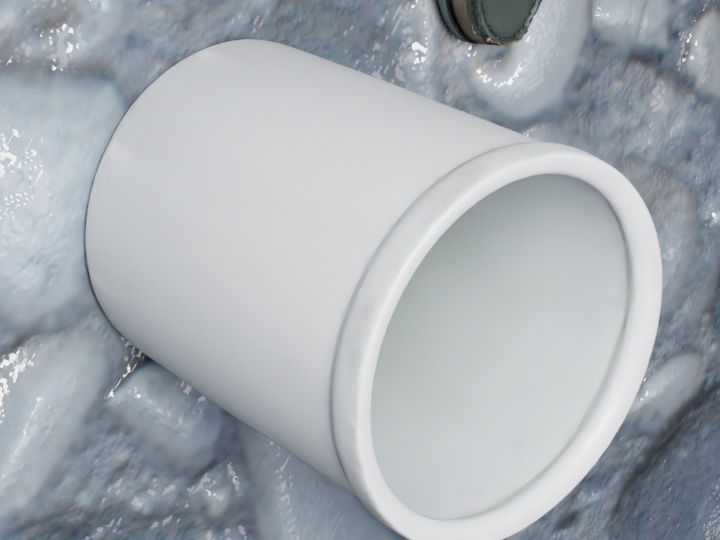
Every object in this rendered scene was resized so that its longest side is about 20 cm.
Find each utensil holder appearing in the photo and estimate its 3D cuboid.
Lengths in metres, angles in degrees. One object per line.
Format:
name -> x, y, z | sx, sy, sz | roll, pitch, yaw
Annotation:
utensil holder -> 0.000, 0.000, 0.881 | 0.169, 0.200, 0.171 | -21, 123, -35

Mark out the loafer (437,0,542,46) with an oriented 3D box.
loafer -> 0.080, -0.198, 0.960 | 0.072, 0.063, 0.201 | -10, 116, -40
